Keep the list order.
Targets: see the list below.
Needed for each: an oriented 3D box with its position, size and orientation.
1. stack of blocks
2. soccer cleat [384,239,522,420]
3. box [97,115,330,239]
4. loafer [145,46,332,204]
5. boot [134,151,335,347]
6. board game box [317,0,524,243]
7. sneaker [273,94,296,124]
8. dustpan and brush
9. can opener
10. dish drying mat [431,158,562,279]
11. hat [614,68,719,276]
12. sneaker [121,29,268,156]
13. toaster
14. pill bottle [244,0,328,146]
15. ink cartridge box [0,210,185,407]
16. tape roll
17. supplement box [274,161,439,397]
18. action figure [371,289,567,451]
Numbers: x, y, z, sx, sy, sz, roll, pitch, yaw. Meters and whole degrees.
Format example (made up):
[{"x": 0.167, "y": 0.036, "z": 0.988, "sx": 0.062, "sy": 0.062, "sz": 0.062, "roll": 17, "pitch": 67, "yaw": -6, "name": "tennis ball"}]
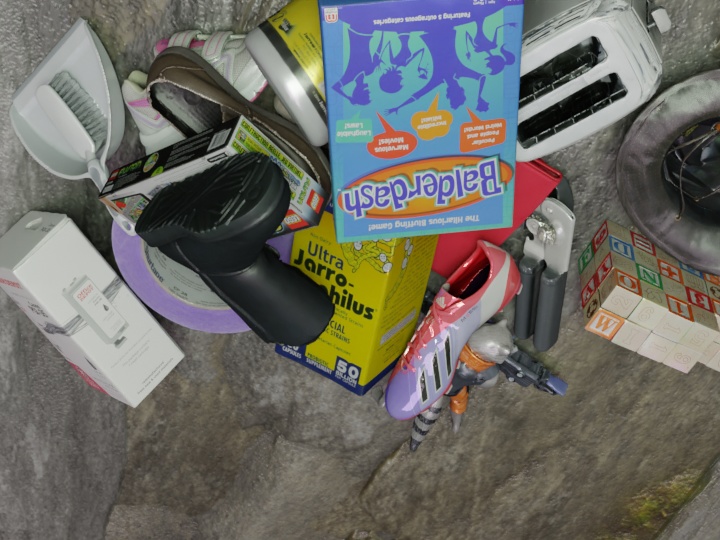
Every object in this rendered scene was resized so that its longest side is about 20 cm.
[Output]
[{"x": 0.320, "y": 0.041, "z": 0.948, "sx": 0.198, "sy": 0.116, "sz": 0.059, "roll": 23, "pitch": 125, "yaw": -8, "name": "stack of blocks"}, {"x": 0.082, "y": 0.058, "z": 0.948, "sx": 0.201, "sy": 0.067, "sz": 0.076, "roll": -50, "pitch": 134, "yaw": 2, "name": "soccer cleat"}, {"x": -0.133, "y": -0.065, "z": 0.836, "sx": 0.199, "sy": 0.035, "sz": 0.110, "roll": -12, "pitch": 139, "yaw": 44, "name": "box"}, {"x": -0.113, "y": -0.111, "z": 0.836, "sx": 0.199, "sy": 0.071, "sz": 0.073, "roll": 35, "pitch": 121, "yaw": -5, "name": "loafer"}, {"x": -0.075, "y": -0.009, "z": 0.775, "sx": 0.168, "sy": 0.077, "sz": 0.199, "roll": 41, "pitch": 152, "yaw": -28, "name": "boot"}, {"x": 0.047, "y": -0.122, "z": 0.745, "sx": 0.150, "sy": 0.045, "sz": 0.202, "roll": -6, "pitch": 125, "yaw": -3, "name": "board game box"}, {"x": 0.020, "y": -0.153, "z": 0.889, "sx": 0.198, "sy": 0.072, "sz": 0.080, "roll": 21, "pitch": 128, "yaw": -5, "name": "sneaker"}, {"x": -0.264, "y": -0.122, "z": 0.920, "sx": 0.139, "sy": 0.057, "sz": 0.201, "roll": -36, "pitch": 91, "yaw": 28, "name": "dustpan and brush"}, {"x": 0.194, "y": -0.001, "z": 0.972, "sx": 0.052, "sy": 0.066, "sz": 0.202, "roll": 32, "pitch": 141, "yaw": 32, "name": "can opener"}, {"x": 0.116, "y": -0.055, "z": 0.940, "sx": 0.076, "sy": 0.018, "sz": 0.200, "roll": 28, "pitch": 142, "yaw": -8, "name": "dish drying mat"}, {"x": 0.333, "y": -0.098, "z": 0.874, "sx": 0.198, "sy": 0.081, "sz": 0.203, "roll": 5, "pitch": 117, "yaw": 10, "name": "hat"}, {"x": -0.148, "y": -0.186, "z": 0.887, "sx": 0.199, "sy": 0.082, "sz": 0.089, "roll": -29, "pitch": 111, "yaw": 20, "name": "sneaker"}, {"x": 0.165, "y": -0.178, "z": 0.813, "sx": 0.198, "sy": 0.130, "sz": 0.114, "roll": -26, "pitch": 117, "yaw": 24, "name": "toaster"}, {"x": 0.011, "y": -0.205, "z": 0.798, "sx": 0.199, "sy": 0.113, "sz": 0.113, "roll": -35, "pitch": 116, "yaw": -1, "name": "pill bottle"}, {"x": -0.303, "y": 0.040, "z": 1.028, "sx": 0.146, "sy": 0.083, "sz": 0.201, "roll": 8, "pitch": 139, "yaw": 54, "name": "ink cartridge box"}, {"x": -0.150, "y": -0.038, "z": 0.988, "sx": 0.197, "sy": 0.085, "sz": 0.202, "roll": 5, "pitch": 125, "yaw": 7, "name": "tape roll"}, {"x": 0.000, "y": 0.000, "z": 0.940, "sx": 0.108, "sy": 0.109, "sz": 0.202, "roll": 23, "pitch": 119, "yaw": 22, "name": "supplement box"}, {"x": 0.123, "y": 0.124, "z": 1.045, "sx": 0.198, "sy": 0.105, "sz": 0.194, "roll": 28, "pitch": 137, "yaw": -3, "name": "action figure"}]
